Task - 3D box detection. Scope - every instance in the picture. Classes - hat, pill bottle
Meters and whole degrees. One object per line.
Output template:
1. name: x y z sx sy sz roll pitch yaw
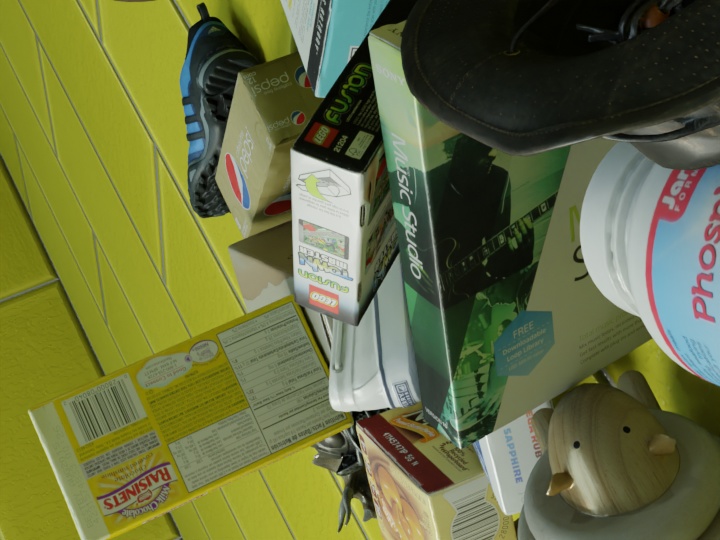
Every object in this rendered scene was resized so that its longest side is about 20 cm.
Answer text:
1. hat: 0.113 -0.089 0.469 0.081 0.201 0.201 46 174 -30
2. pill bottle: 0.162 -0.002 0.474 0.200 0.108 0.109 26 135 64

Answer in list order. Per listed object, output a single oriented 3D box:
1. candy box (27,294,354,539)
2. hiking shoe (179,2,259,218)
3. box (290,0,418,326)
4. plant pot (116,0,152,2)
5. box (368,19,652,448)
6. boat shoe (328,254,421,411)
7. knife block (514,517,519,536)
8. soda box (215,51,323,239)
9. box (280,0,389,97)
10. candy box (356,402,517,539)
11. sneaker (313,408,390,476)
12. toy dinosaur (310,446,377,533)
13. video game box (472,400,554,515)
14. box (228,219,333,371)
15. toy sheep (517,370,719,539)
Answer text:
1. candy box: -0.115 0.101 0.951 0.103 0.199 0.026 65 166 8
2. hiking shoe: -0.123 -0.134 1.228 0.200 0.074 0.087 104 149 -46
3. box: 0.026 -0.083 0.660 0.035 0.200 0.110 21 144 13
4. plant pot: -0.163 -0.308 0.952 0.201 0.200 0.199 56 166 33
5. box: 0.082 -0.034 0.611 0.036 0.144 0.201 34 144 48
6. boat shoe: 0.000 0.000 0.907 0.074 0.065 0.201 66 -163 -49
7. knife block: 0.156 0.232 0.837 0.176 0.064 0.200 68 162 2
8. soda box: -0.067 -0.095 1.102 0.068 0.064 0.200 64 162 13
9. box: -0.014 -0.178 0.764 0.200 0.049 0.083 -109 25 -51
10. candy box: 0.060 0.195 0.880 0.115 0.055 0.201 -144 39 -63
11. sneaker: 0.029 0.112 0.990 0.199 0.114 0.077 18 130 65
12. toy dinosaur: -0.018 0.119 1.148 0.200 0.102 0.077 43 150 51
13. video game box: 0.062 0.014 0.806 0.200 0.047 0.183 -112 8 -70
14. box: -0.021 0.014 1.053 0.200 0.095 0.078 20 130 65
15. toy sheep: 0.141 0.137 0.682 0.200 0.138 0.138 61 167 -28
